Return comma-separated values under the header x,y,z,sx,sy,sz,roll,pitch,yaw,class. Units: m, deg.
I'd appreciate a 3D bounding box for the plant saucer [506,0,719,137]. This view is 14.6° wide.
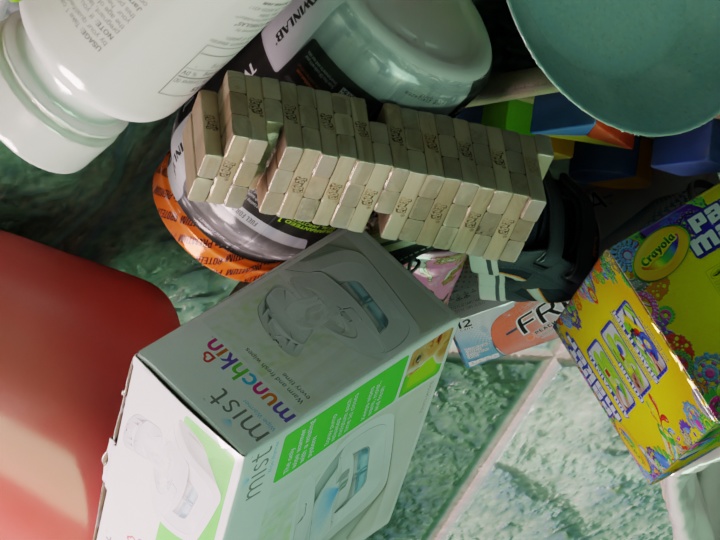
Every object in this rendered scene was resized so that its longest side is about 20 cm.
x,y,z,sx,sy,sz,roll,pitch,yaw,class
0.142,-0.170,1.559,0.200,0.202,0.039,13,165,-35,plant saucer

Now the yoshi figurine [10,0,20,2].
x,y,z,sx,sy,sz,roll,pitch,yaw,class
-0.201,-0.190,1.447,0.112,0.113,0.200,35,123,-29,yoshi figurine

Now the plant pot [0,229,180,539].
x,y,z,sx,sy,sz,roll,pitch,yaw,class
-0.234,0.059,1.692,0.177,0.201,0.200,31,123,-33,plant pot

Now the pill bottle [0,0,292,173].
x,y,z,sx,sy,sz,roll,pitch,yaw,class
-0.118,-0.146,1.520,0.114,0.115,0.200,22,129,-41,pill bottle

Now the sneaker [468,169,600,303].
x,y,z,sx,sy,sz,roll,pitch,yaw,class
0.105,-0.028,1.713,0.079,0.079,0.200,1,170,7,sneaker

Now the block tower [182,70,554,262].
x,y,z,sx,sy,sz,roll,pitch,yaw,class
0.007,-0.055,1.536,0.199,0.058,0.054,9,134,-17,block tower

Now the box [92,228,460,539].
x,y,z,sx,sy,sz,roll,pitch,yaw,class
-0.055,0.099,1.624,0.176,0.097,0.200,-32,153,-37,box

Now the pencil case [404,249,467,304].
x,y,z,sx,sy,sz,roll,pitch,yaw,class
0.009,0.018,1.811,0.086,0.083,0.200,8,138,-16,pencil case

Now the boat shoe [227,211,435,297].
x,y,z,sx,sy,sz,roll,pitch,yaw,class
0.000,0.000,1.696,0.200,0.075,0.062,-28,106,44,boat shoe

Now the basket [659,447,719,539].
x,y,z,sx,sy,sz,roll,pitch,yaw,class
0.292,0.101,1.968,0.199,0.161,0.198,-19,144,0,basket

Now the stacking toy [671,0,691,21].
x,y,z,sx,sy,sz,roll,pitch,yaw,class
0.095,-0.183,1.594,0.200,0.086,0.085,23,128,-37,stacking toy

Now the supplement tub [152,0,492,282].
x,y,z,sx,sy,sz,roll,pitch,yaw,class
-0.027,-0.090,1.623,0.122,0.123,0.200,16,132,-37,supplement tub

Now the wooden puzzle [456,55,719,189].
x,y,z,sx,sy,sz,roll,pitch,yaw,class
0.150,-0.084,1.690,0.199,0.046,0.185,8,172,-33,wooden puzzle

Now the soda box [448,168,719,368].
x,y,z,sx,sy,sz,roll,pitch,yaw,class
0.147,-0.007,1.844,0.199,0.069,0.064,-20,146,4,soda box

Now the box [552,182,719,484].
x,y,z,sx,sy,sz,roll,pitch,yaw,class
0.242,0.014,1.681,0.200,0.122,0.193,-30,170,-13,box
